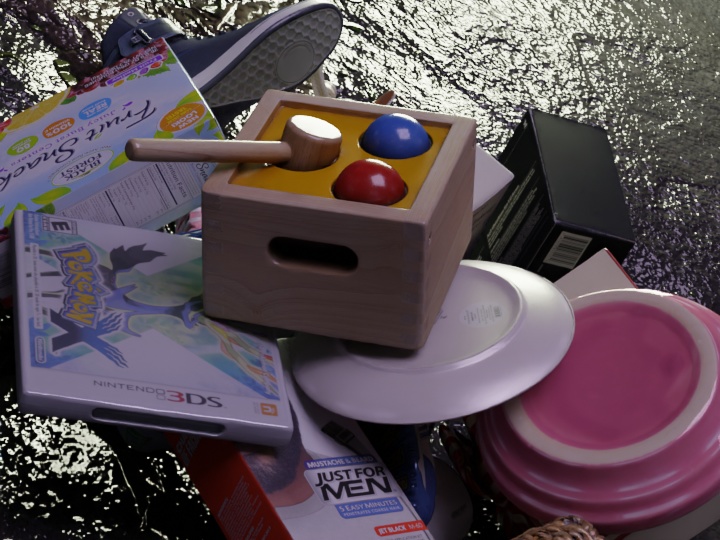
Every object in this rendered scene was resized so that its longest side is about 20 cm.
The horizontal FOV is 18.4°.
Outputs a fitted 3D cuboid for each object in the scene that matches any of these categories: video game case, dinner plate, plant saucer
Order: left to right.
[{"bbox_3d":[-0.145,0.037,1.513,0.182,0.022,0.200,9,35,-17],"label":"video game case"},{"bbox_3d":[0.048,0.040,1.543,0.200,0.024,0.200,-7,32,5],"label":"dinner plate"},{"bbox_3d":[0.174,0.086,1.530,0.200,0.051,0.201,-10,47,11],"label":"plant saucer"}]

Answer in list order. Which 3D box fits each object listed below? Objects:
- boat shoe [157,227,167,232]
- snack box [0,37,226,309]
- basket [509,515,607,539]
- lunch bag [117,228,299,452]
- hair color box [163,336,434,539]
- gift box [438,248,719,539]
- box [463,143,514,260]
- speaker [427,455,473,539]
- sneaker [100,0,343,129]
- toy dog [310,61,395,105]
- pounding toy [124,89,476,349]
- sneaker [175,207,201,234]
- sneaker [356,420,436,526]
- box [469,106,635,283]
[{"bbox_3d":[-0.191,-0.056,1.746,0.200,0.074,0.066,-82,151,-53],"label":"boat shoe"},{"bbox_3d":[-0.203,-0.076,1.657,0.200,0.068,0.169,-29,32,-3],"label":"snack box"},{"bbox_3d":[0.087,0.268,1.465,0.149,0.200,0.143,-22,63,-46],"label":"basket"},{"bbox_3d":[-0.110,0.041,1.647,0.200,0.076,0.161,-15,87,-39],"label":"lunch bag"},{"bbox_3d":[-0.048,0.138,1.514,0.111,0.064,0.200,-5,45,-38],"label":"hair color box"},{"bbox_3d":[0.170,0.128,1.645,0.185,0.187,0.200,55,2,-41],"label":"gift box"},{"bbox_3d":[0.041,-0.015,1.759,0.068,0.200,0.082,40,48,12],"label":"box"},{"bbox_3d":[-0.005,0.204,1.582,0.081,0.081,0.200,41,39,15],"label":"speaker"},{"bbox_3d":[-0.128,-0.194,1.900,0.202,0.077,0.146,-34,47,-12],"label":"sneaker"},{"bbox_3d":[0.014,-0.101,1.913,0.096,0.132,0.200,-7,48,1],"label":"toy dog"},{"bbox_3d":[-0.037,-0.052,1.527,0.200,0.142,0.184,9,32,12],"label":"pounding toy"},{"bbox_3d":[-0.130,-0.043,1.789,0.105,0.075,0.200,38,32,8],"label":"sneaker"},{"bbox_3d":[0.029,0.110,1.600,0.088,0.075,0.200,24,34,-38],"label":"sneaker"},{"bbox_3d":[0.135,-0.008,1.807,0.079,0.200,0.141,12,41,-21],"label":"box"}]
